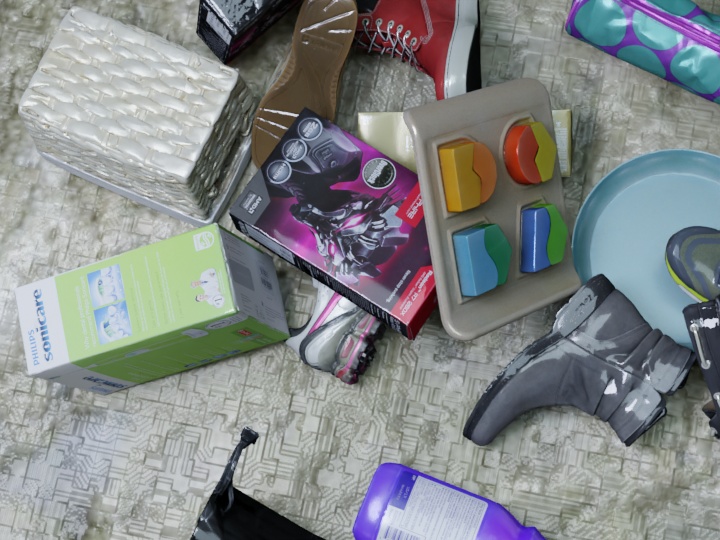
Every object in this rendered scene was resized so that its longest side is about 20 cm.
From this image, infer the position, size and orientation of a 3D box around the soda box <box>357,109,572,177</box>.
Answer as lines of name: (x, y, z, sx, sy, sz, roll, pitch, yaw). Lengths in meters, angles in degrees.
soda box: (0.098, -0.118, 1.372, 0.199, 0.068, 0.064, 1, 95, 5)

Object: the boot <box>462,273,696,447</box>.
boot: (0.196, 0.113, 1.302, 0.132, 0.070, 0.200, 44, 98, 10)

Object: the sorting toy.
sorting toy: (0.124, -0.058, 1.263, 0.036, 0.185, 0.201, -5, 101, 46)

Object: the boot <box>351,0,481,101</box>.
boot: (0.041, -0.207, 1.371, 0.144, 0.073, 0.200, -3, 37, 6)

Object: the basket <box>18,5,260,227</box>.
basket: (-0.210, -0.147, 1.386, 0.199, 0.123, 0.136, 22, 78, 11)

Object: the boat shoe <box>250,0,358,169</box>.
boat shoe: (-0.047, -0.180, 1.386, 0.073, 0.063, 0.200, 24, 115, -3)

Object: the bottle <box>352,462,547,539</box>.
bottle: (0.096, 0.240, 1.290, 0.199, 0.065, 0.084, 20, 75, 10)

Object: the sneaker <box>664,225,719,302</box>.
sneaker: (0.365, 0.013, 1.285, 0.199, 0.081, 0.074, 25, 79, 7)

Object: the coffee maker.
coffee maker: (-0.056, 0.271, 1.235, 0.199, 0.192, 0.135, 26, 38, 0)

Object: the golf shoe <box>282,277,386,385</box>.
golf shoe: (0.000, 0.000, 1.356, 0.092, 0.073, 0.200, 26, 80, 13)

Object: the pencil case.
pencil case: (0.294, -0.223, 1.374, 0.199, 0.092, 0.085, 27, 80, 12)

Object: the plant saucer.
plant saucer: (0.296, -0.015, 1.355, 0.199, 0.027, 0.201, -1, 76, 5)

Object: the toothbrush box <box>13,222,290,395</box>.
toothbrush box: (-0.184, 0.039, 1.308, 0.199, 0.146, 0.086, -19, 74, 13)

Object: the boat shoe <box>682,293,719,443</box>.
boat shoe: (0.328, 0.116, 1.272, 0.060, 0.074, 0.201, -11, 111, 18)

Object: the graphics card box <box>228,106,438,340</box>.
graphics card box: (-0.003, -0.044, 1.304, 0.200, 0.051, 0.126, 33, 78, 15)

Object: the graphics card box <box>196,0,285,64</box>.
graphics card box: (-0.091, -0.261, 1.358, 0.125, 0.200, 0.051, -42, 94, -6)
